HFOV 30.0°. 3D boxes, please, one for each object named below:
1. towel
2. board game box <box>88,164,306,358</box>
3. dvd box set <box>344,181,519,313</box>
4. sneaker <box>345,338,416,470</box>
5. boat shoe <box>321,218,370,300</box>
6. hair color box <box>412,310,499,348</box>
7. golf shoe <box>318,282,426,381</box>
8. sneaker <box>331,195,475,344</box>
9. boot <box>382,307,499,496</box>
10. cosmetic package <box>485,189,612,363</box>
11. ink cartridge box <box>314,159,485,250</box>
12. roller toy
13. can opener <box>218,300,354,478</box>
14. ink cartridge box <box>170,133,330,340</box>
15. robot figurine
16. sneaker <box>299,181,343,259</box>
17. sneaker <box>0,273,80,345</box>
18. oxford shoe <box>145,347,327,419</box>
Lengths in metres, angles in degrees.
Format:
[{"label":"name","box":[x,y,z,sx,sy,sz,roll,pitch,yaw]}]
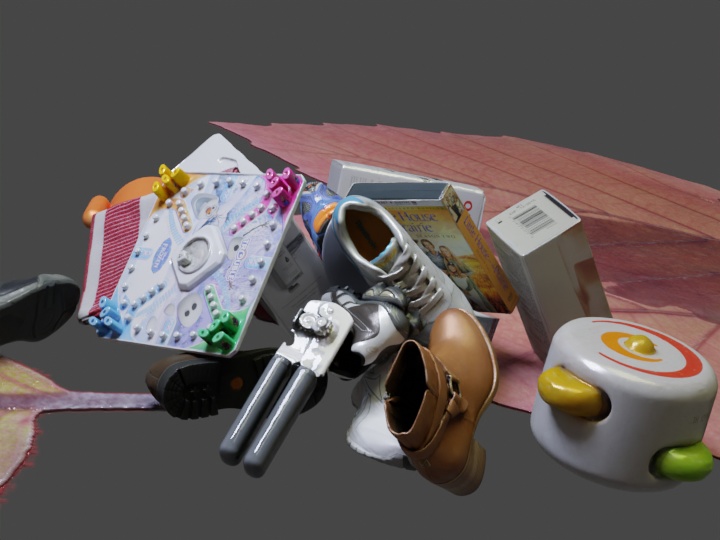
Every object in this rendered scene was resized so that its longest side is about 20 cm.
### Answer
[{"label":"towel","box":[-0.216,-0.025,1.429,0.198,0.146,0.023,-14,-33,27]},{"label":"board game box","box":[-0.168,-0.017,1.354,0.198,0.202,0.026,4,-27,38]},{"label":"dvd box set","box":[0.085,-0.025,1.577,0.145,0.201,0.030,3,51,39]},{"label":"sneaker","box":[0.030,0.130,1.349,0.073,0.088,0.201,17,20,-12]},{"label":"boat shoe","box":[0.000,0.000,1.516,0.072,0.202,0.066,3,41,9]},{"label":"hair color box","box":[0.090,0.064,1.522,0.098,0.061,0.200,20,2,14]},{"label":"golf shoe","box":[-0.019,0.067,1.388,0.094,0.078,0.199,-44,10,-26]},{"label":"sneaker","box":[0.042,0.006,1.389,0.200,0.077,0.081,45,0,3]},{"label":"boot","box":[0.067,0.100,1.271,0.076,0.203,0.155,-7,-31,27]},{"label":"cosmetic package","box":[0.233,0.020,1.600,0.086,0.202,0.103,-29,33,-8]},{"label":"ink cartridge box","box":[0.049,-0.055,1.765,0.197,0.149,0.083,10,8,-13]},{"label":"roller toy","box":[0.279,0.134,1.429,0.197,0.142,0.183,13,19,1]},{"label":"can opener","box":[-0.067,0.111,1.279,0.052,0.067,0.201,21,55,15]},{"label":"ink cartridge box","box":[-0.120,-0.039,1.531,0.083,0.201,0.146,-39,42,-8]},{"label":"robot figurine","box":[-0.243,-0.038,1.576,0.115,0.145,0.200,-26,22,3]},{"label":"sneaker","box":[-0.025,-0.042,1.577,0.075,0.201,0.079,-30,62,-8]},{"label":"sneaker","box":[-0.381,0.029,1.359,0.114,0.077,0.198,32,31,26]},{"label":"oxford shoe","box":[-0.123,0.104,1.344,0.198,0.074,0.084,6,8,-35]}]
